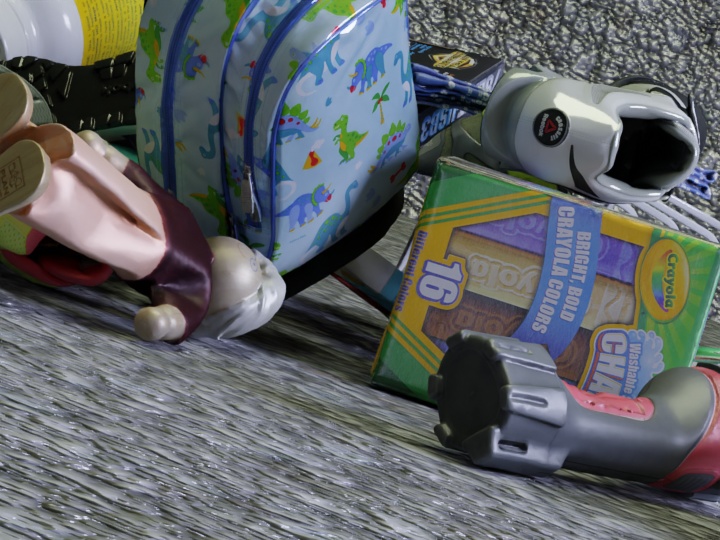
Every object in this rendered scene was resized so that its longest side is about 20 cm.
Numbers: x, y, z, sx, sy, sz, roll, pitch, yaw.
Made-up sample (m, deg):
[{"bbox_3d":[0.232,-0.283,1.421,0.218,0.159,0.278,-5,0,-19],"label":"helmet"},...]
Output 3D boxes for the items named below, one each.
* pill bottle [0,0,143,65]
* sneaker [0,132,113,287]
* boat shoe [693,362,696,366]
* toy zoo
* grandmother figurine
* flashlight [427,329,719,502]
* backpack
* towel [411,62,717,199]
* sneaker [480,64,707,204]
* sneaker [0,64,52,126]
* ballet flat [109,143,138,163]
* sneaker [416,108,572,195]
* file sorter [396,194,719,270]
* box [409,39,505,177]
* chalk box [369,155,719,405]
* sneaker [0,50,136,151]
[{"bbox_3d":[-0.199,-0.163,1.720,0.112,0.113,0.200,19,28,21],"label":"pill bottle"},{"bbox_3d":[-0.152,-0.022,1.391,0.090,0.078,0.200,46,8,19],"label":"sneaker"},{"bbox_3d":[0.195,0.062,1.853,0.062,0.072,0.200,42,6,-5],"label":"boat shoe"},{"bbox_3d":[0.000,0.000,1.601,0.200,0.020,0.131,36,-4,-21],"label":"toy zoo"},{"bbox_3d":[-0.104,-0.016,1.301,0.060,0.122,0.200,-25,-32,25],"label":"grandmother figurine"},{"bbox_3d":[0.114,0.065,1.280,0.200,0.068,0.068,15,5,-44],"label":"flashlight"},{"bbox_3d":[-0.043,-0.087,1.411,0.163,0.200,0.154,-33,34,-32],"label":"backpack"},{"bbox_3d":[0.099,-0.084,1.625,0.200,0.024,0.145,19,3,-14],"label":"towel"},{"bbox_3d":[0.150,-0.063,1.472,0.088,0.074,0.200,20,12,31],"label":"sneaker"},{"bbox_3d":[-0.251,-0.075,1.401,0.200,0.073,0.071,2,-9,-41],"label":"sneaker"},{"bbox_3d":[-0.212,-0.050,1.486,0.199,0.070,0.069,12,5,-14],"label":"ballet flat"},{"bbox_3d":[0.091,-0.005,1.556,0.081,0.200,0.074,-18,18,11],"label":"sneaker"},{"bbox_3d":[0.133,0.002,1.721,0.139,0.125,0.200,27,-2,-30],"label":"file sorter"},{"bbox_3d":[-0.035,-0.111,1.744,0.198,0.050,0.200,15,24,20],"label":"box"},{"bbox_3d":[0.119,0.028,1.441,0.199,0.124,0.124,19,3,4],"label":"chalk box"},{"bbox_3d":[-0.149,-0.071,1.571,0.200,0.076,0.088,-3,-38,31],"label":"sneaker"}]
